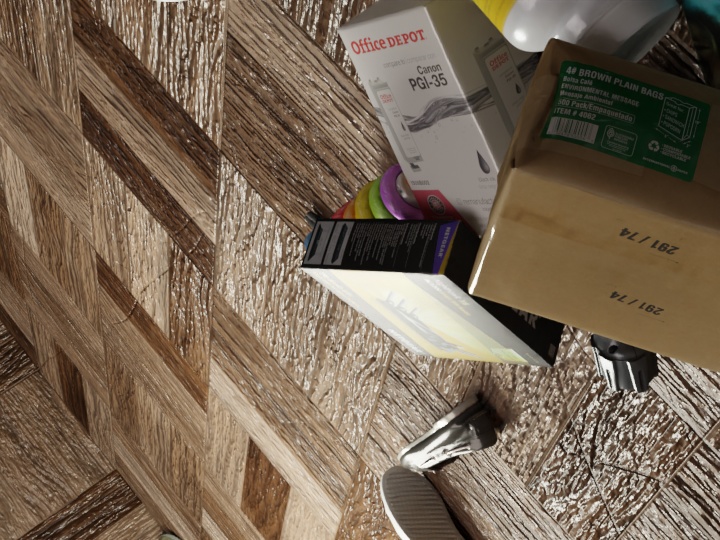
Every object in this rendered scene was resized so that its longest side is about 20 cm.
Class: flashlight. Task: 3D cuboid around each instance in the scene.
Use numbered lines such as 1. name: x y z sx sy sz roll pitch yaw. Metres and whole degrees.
1. flashlight: 0.203 0.010 1.031 0.067 0.068 0.201 8 130 35

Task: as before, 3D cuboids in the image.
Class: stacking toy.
1. stacking toy: 0.042 -0.062 1.222 0.110 0.116 0.200 45 140 9

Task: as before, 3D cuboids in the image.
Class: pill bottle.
1. pill bottle: 0.115 -0.218 0.857 0.201 0.112 0.112 51 155 12

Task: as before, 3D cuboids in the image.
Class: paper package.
1. paper package: 0.187 -0.036 0.845 0.198 0.104 0.191 18 154 3

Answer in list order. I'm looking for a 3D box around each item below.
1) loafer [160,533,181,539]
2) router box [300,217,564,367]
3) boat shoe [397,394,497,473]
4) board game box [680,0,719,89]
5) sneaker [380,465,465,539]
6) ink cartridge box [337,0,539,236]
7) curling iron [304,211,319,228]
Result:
1. loafer: -0.406 0.681 2.950 0.200 0.069 0.076 40 151 31
2. router box: 0.068 0.021 1.148 0.156 0.053 0.200 2 156 39
3. boat shoe: 0.096 0.201 1.456 0.057 0.067 0.200 56 152 11
4. board game box: 0.271 -0.153 0.752 0.199 0.028 0.136 13 131 57
5. sneaker: 0.083 0.341 1.641 0.201 0.074 0.082 55 152 5
6. ink cartridge box: 0.082 -0.134 1.053 0.146 0.082 0.201 4 125 60
7. curling iron: 0.000 0.000 1.434 0.200 0.025 0.050 44 150 26
